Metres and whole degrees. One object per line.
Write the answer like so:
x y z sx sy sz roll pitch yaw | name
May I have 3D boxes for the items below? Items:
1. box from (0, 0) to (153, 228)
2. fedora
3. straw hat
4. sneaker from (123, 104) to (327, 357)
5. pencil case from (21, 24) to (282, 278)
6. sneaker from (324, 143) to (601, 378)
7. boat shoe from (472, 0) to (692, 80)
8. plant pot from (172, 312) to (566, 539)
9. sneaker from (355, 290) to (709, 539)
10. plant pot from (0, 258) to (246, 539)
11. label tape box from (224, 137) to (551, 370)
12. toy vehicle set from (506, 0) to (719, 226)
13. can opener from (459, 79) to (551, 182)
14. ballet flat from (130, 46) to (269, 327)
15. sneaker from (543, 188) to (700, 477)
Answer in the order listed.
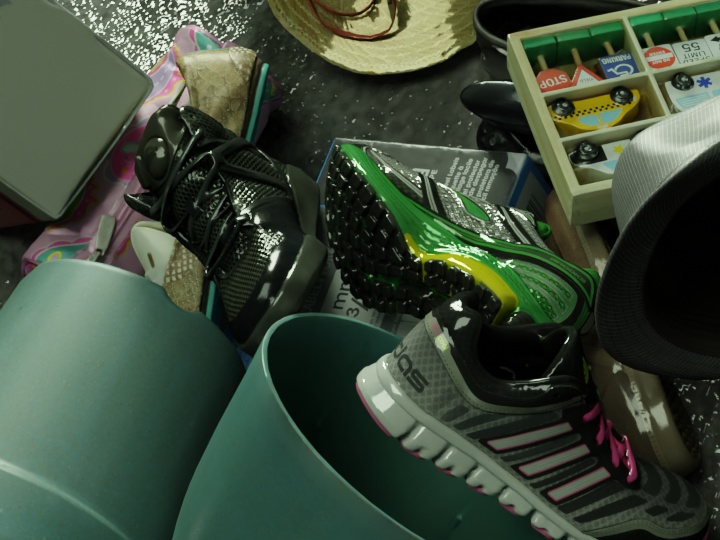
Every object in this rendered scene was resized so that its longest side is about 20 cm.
-0.233 -0.106 1.539 0.109 0.128 0.200 -56 17 -13 | box
0.199 -0.032 1.260 0.199 0.178 0.090 -4 41 -19 | fedora
0.030 -0.227 1.544 0.200 0.085 0.202 4 102 16 | straw hat
-0.078 -0.024 1.346 0.076 0.114 0.200 -55 17 20 | sneaker
-0.131 -0.054 1.528 0.087 0.088 0.200 21 69 38 | pencil case
0.051 -0.008 1.333 0.085 0.078 0.200 -22 45 -32 | sneaker
0.153 -0.128 1.434 0.199 0.057 0.067 7 62 33 | boat shoe
-0.007 0.147 1.257 0.161 0.200 0.201 -54 45 22 | plant pot
0.100 0.076 1.219 0.088 0.199 0.074 -56 13 22 | sneaker
-0.168 0.113 1.380 0.199 0.201 0.197 4 54 32 | plant pot
0.000 0.000 1.433 0.199 0.063 0.145 7 63 32 | label tape box
0.192 -0.098 1.349 0.199 0.027 0.125 -12 52 -9 | toy vehicle set
0.153 -0.066 1.392 0.199 0.079 0.064 17 106 23 | can opener
-0.103 -0.038 1.471 0.065 0.071 0.201 11 82 0 | ballet flat
0.119 0.037 1.336 0.075 0.070 0.201 -27 50 13 | sneaker
